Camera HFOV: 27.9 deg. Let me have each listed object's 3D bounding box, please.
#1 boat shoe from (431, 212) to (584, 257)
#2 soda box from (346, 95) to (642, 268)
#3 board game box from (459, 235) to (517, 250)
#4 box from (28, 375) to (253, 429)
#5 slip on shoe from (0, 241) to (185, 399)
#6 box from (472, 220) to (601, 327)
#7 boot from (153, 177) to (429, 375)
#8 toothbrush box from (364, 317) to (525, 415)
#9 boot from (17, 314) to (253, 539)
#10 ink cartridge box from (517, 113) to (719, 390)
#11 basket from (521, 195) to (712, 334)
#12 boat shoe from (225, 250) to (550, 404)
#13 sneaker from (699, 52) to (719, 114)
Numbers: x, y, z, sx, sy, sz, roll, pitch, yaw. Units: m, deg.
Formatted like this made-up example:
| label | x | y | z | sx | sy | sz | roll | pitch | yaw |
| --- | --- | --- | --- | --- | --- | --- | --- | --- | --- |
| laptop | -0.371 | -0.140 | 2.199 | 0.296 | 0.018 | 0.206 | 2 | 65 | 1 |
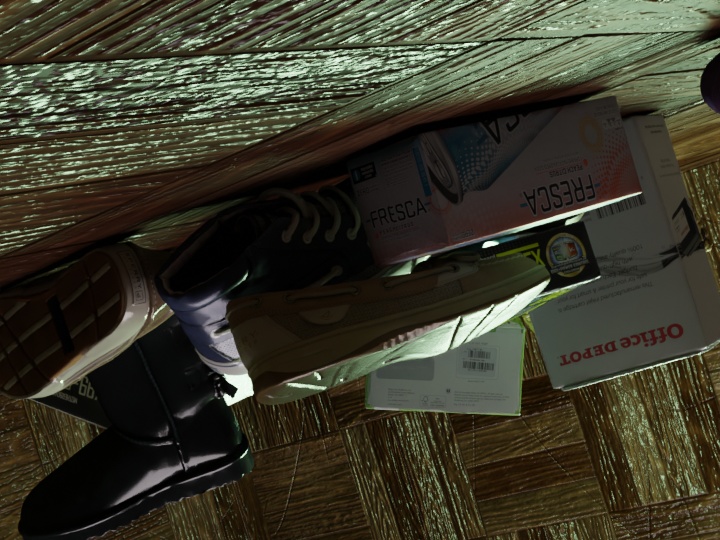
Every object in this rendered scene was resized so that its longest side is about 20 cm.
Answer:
| label | x | y | z | sx | sy | sz | roll | pitch | yaw |
| --- | --- | --- | --- | --- | --- | --- | --- | --- | --- |
| boat shoe | 0.068 | -0.051 | 1.004 | 0.199 | 0.075 | 0.068 | -16 | 159 | -11 |
| soda box | 0.087 | -0.057 | 0.880 | 0.063 | 0.069 | 0.199 | -17 | 180 | 44 |
| board game box | 0.000 | 0.000 | 1.128 | 0.199 | 0.047 | 0.151 | -8 | 156 | -38 |
| box | -0.193 | 0.079 | 1.240 | 0.157 | 0.050 | 0.200 | 18 | -166 | 20 |
| slip on shoe | -0.181 | 0.030 | 0.936 | 0.060 | 0.076 | 0.200 | -12 | 167 | -44 |
| box | 0.060 | 0.026 | 1.067 | 0.159 | 0.044 | 0.200 | -16 | 172 | -22 |
| boot | -0.027 | -0.021 | 0.875 | 0.200 | 0.073 | 0.090 | -39 | 145 | -8 |
| toothbrush box | 0.078 | 0.076 | 1.407 | 0.145 | 0.087 | 0.200 | 3 | -173 | 1 |
| boot | -0.182 | 0.102 | 1.076 | 0.197 | 0.163 | 0.073 | -20 | -159 | -7 |
| ink cartridge box | 0.210 | -0.015 | 1.228 | 0.144 | 0.201 | 0.084 | -18 | 178 | 30 |
| basket | 0.211 | -0.052 | 1.396 | 0.200 | 0.143 | 0.149 | -34 | 133 | 9 |
| boat shoe | 0.020 | 0.019 | 0.858 | 0.200 | 0.063 | 0.073 | -19 | 163 | -19 |
| sneaker | 0.293 | -0.135 | 0.832 | 0.199 | 0.076 | 0.088 | -14 | -167 | -1 |
